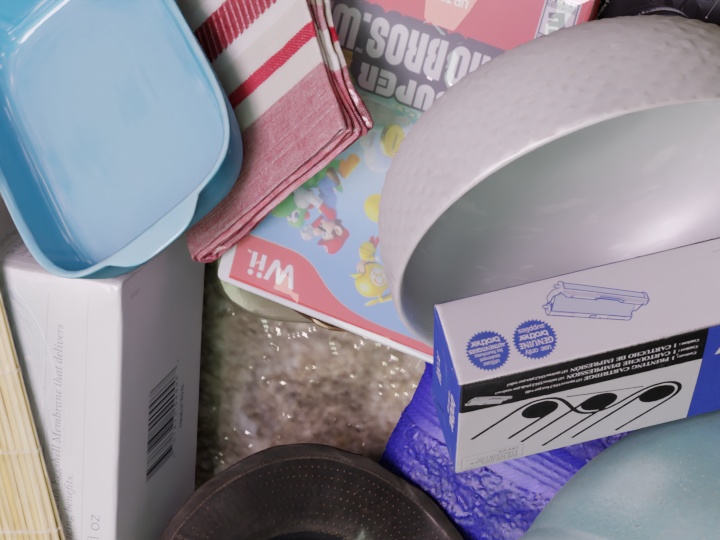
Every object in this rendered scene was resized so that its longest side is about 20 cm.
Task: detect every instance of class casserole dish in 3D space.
[{"bbox_3d":[-0.122,-0.079,1.211,0.121,0.039,0.200,-38,56,14],"label":"casserole dish"}]

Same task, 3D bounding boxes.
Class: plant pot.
[{"bbox_3d":[0.183,0.137,1.194,0.200,0.200,0.134,32,74,5],"label":"plant pot"}]

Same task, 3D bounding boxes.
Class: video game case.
[{"bbox_3d":[0.020,-0.063,1.197,0.143,0.017,0.200,21,112,15],"label":"video game case"}]

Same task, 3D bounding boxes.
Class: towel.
[{"bbox_3d":[-0.063,-0.122,1.212,0.144,0.023,0.200,-37,62,47],"label":"towel"},{"bbox_3d":[0.095,0.080,1.288,0.148,0.050,0.200,25,114,7],"label":"towel"}]

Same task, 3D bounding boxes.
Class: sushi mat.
[{"bbox_3d":[-0.205,0.053,1.222,0.096,0.012,0.200,-7,106,21],"label":"sushi mat"}]

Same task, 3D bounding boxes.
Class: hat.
[{"bbox_3d":[-0.033,0.193,1.288,0.201,0.201,0.081,42,158,0],"label":"hat"}]

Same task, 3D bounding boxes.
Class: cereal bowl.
[{"bbox_3d":[0.098,-0.045,1.105,0.200,0.200,0.083,-34,57,25],"label":"cereal bowl"}]

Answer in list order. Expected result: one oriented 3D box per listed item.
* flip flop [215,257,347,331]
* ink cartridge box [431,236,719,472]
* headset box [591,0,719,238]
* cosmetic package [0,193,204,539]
[{"bbox_3d":[0.000,0.000,1.266,0.200,0.058,0.081,8,115,39],"label":"flip flop"},{"bbox_3d":[0.133,0.030,1.122,0.200,0.094,0.044,-14,63,-6],"label":"ink cartridge box"},{"bbox_3d":[0.170,-0.104,1.184,0.200,0.077,0.149,34,116,3],"label":"headset box"},{"bbox_3d":[-0.195,0.064,1.298,0.200,0.123,0.200,9,111,15],"label":"cosmetic package"}]
